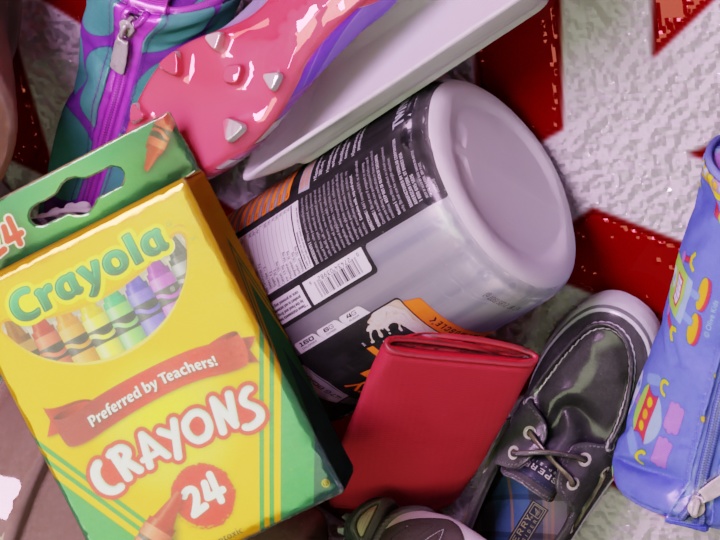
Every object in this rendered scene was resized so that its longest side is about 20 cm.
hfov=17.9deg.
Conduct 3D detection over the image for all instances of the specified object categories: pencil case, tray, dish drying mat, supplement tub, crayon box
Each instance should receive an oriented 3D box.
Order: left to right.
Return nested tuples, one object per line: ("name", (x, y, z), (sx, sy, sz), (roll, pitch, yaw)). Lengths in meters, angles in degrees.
("pencil case", (-0.124, -0.074, 1.209), (0.085, 0.092, 0.201), (24, 119, 14))
("crayon box", (-0.104, 0.041, 1.103), (0.126, 0.051, 0.201), (-27, 94, 9))
("supplement tub", (0.000, 0.000, 1.161), (0.200, 0.123, 0.123), (-31, 95, 32))
("tray", (0.027, -0.115, 1.120), (0.200, 0.108, 0.022), (-31, 118, 31))
("dish drying mat", (0.031, 0.079, 1.162), (0.076, 0.018, 0.200), (6, 152, -7))
("pencil case", (0.180, 0.035, 1.110), (0.078, 0.087, 0.201), (11, 114, -2))

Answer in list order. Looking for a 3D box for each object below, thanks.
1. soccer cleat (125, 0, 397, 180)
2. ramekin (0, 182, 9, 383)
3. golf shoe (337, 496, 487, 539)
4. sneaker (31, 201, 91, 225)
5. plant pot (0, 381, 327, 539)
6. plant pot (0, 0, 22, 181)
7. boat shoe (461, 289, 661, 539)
("soccer cleat", (-0.036, -0.113, 1.134), (0.200, 0.076, 0.067), (-47, 72, 16))
("ramekin", (-0.294, 0.012, 1.318), (0.199, 0.098, 0.202), (9, 114, 22))
("golf shoe", (0.010, 0.215, 1.162), (0.094, 0.078, 0.201), (5, 72, 40))
("sneaker", (-0.189, 0.011, 1.167), (0.199, 0.087, 0.074), (3, 113, 21))
("plant pot", (-0.115, 0.155, 1.231), (0.174, 0.200, 0.201), (16, 116, 12))
("plant pot", (-0.250, -0.104, 1.141), (0.175, 0.199, 0.201), (51, 134, 51))
("boat shoe", (0.095, 0.103, 1.189), (0.070, 0.066, 0.201), (34, 120, 10))
